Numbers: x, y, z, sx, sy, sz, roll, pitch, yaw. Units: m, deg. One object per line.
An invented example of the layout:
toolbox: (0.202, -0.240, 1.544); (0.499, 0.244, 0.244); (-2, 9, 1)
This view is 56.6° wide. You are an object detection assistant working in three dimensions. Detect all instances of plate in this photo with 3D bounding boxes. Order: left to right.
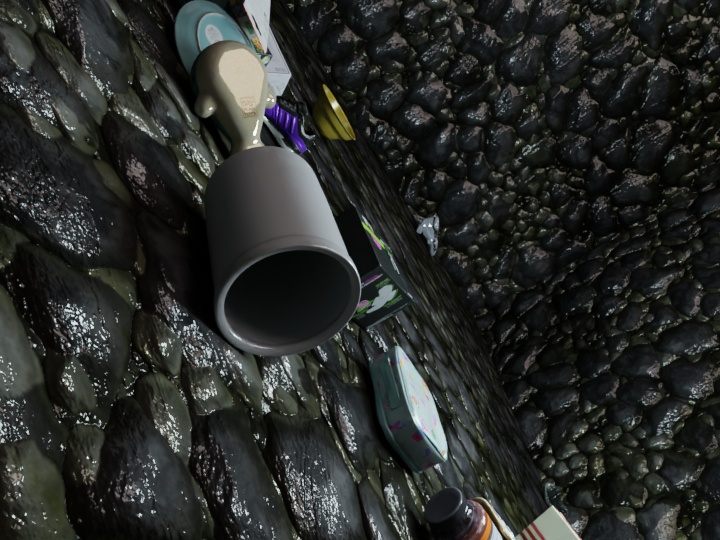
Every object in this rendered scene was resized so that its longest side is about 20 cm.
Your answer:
plate: (-0.244, -0.388, 1.191); (0.198, 0.025, 0.205); (24, 59, -47)

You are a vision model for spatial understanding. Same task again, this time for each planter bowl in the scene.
planter bowl: (-0.100, -0.490, 2.156); (0.202, 0.082, 0.201); (57, 12, -20)

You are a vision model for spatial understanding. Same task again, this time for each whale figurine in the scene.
whale figurine: (-0.214, -0.271, 1.111); (0.157, 0.102, 0.205); (-22, 103, -41)

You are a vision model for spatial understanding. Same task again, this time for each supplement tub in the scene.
supplement tub: (0.178, 0.447, 1.068); (0.202, 0.106, 0.107); (58, 11, -14)

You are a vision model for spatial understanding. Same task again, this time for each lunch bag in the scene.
lunch bag: (0.078, 0.242, 1.193); (0.161, 0.076, 0.202); (51, 15, -35)

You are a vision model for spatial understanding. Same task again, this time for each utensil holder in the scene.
utensil holder: (-0.104, -0.030, 0.811); (0.170, 0.168, 0.202); (49, 14, -45)

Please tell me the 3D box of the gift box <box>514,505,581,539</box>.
gift box: (0.439, 0.681, 1.503); (0.187, 0.200, 0.184); (49, 6, 39)

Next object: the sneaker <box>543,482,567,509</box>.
sneaker: (0.784, 0.934, 2.738); (0.203, 0.074, 0.079); (63, -5, -26)

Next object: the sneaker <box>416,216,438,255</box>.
sneaker: (0.340, -0.179, 3.419); (0.075, 0.112, 0.205); (-73, 166, -74)

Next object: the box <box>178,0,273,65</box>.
box: (-0.273, -0.492, 1.319); (0.135, 0.038, 0.203); (-10, 64, -49)

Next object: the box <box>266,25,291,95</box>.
box: (-0.236, -0.468, 1.410); (0.115, 0.060, 0.203); (-9, 64, -36)

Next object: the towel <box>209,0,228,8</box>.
towel: (-0.326, -0.605, 1.302); (0.168, 0.048, 0.203); (22, 43, -25)

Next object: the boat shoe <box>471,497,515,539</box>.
boat shoe: (0.290, 0.561, 1.378); (0.203, 0.070, 0.069); (63, 13, 17)

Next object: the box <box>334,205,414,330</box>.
box: (0.000, 0.000, 1.313); (0.200, 0.123, 0.151); (45, 19, -58)

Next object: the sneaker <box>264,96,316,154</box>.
sneaker: (-0.167, -0.349, 1.462); (0.201, 0.098, 0.070); (53, 13, -26)

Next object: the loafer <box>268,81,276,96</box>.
loafer: (-0.245, -0.352, 1.253); (0.198, 0.062, 0.074); (21, 64, -50)

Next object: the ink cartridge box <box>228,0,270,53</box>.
ink cartridge box: (-0.215, -0.510, 1.274); (0.110, 0.049, 0.204); (65, 17, -50)
